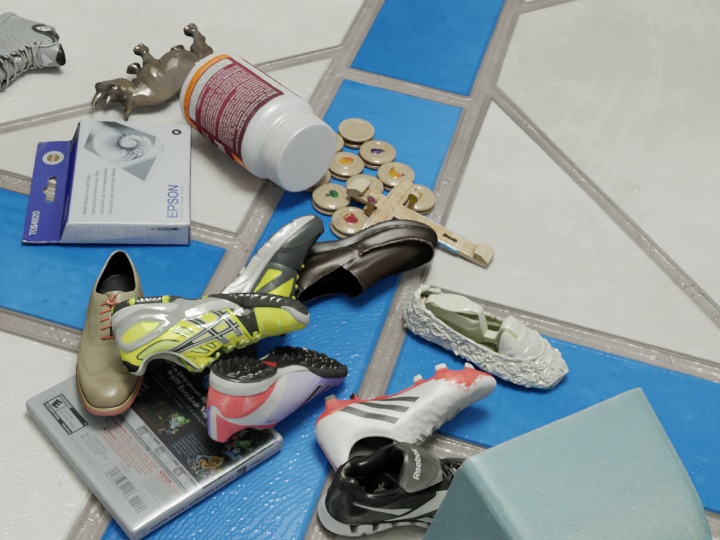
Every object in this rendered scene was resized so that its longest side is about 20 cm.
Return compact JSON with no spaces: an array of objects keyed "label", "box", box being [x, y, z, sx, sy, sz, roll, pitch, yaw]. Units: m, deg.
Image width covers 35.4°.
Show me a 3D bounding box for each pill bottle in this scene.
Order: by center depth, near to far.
[{"label":"pill bottle","box":[-0.130,-0.188,1.437,0.114,0.114,0.200,-28,50,-31]}]

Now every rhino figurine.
[{"label":"rhino figurine","box":[-0.281,-0.264,1.542,0.200,0.060,0.087,-32,67,-29]}]

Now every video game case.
[{"label":"video game case","box":[-0.210,0.158,1.152,0.182,0.023,0.200,-29,54,-31]}]

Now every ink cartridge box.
[{"label":"ink cartridge box","box":[-0.309,-0.112,1.397,0.200,0.041,0.200,-1,45,-8]}]

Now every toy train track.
[{"label":"toy train track","box":[0.075,-0.066,1.392,0.200,0.033,0.115,29,51,11]}]

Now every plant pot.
[{"label":"plant pot","box":[0.197,0.259,0.992,0.196,0.196,0.200,-18,58,-24]}]

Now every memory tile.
[{"label":"memory tile","box":[-0.008,-0.123,1.467,0.153,0.017,0.200,-20,50,-26]}]

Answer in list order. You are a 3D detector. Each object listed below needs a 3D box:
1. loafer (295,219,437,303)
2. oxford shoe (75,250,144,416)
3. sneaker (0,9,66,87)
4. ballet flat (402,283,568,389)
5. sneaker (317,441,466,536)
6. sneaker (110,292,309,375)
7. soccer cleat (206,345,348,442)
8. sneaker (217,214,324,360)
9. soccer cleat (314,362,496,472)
[{"label":"loafer","box":[0.000,0.000,1.313,0.200,0.073,0.071,-15,52,-9]},{"label":"oxford shoe","box":[-0.262,0.062,1.174,0.070,0.075,0.200,-3,43,-8]},{"label":"sneaker","box":[-0.464,-0.288,1.534,0.115,0.075,0.200,10,43,-1]},{"label":"ballet flat","box":[0.138,0.071,1.257,0.200,0.072,0.072,22,46,13]},{"label":"sneaker","box":[0.060,0.205,1.091,0.200,0.091,0.067,-5,47,-13]},{"label":"sneaker","box":[-0.150,0.065,1.149,0.200,0.075,0.077,-4,79,-10]},{"label":"soccer cleat","box":[-0.086,0.124,1.156,0.068,0.073,0.200,21,14,30]},{"label":"sneaker","box":[-0.099,0.026,1.245,0.085,0.074,0.200,41,76,-4]},{"label":"soccer cleat","box":[0.052,0.156,1.163,0.200,0.069,0.085,-12,56,-14]}]
